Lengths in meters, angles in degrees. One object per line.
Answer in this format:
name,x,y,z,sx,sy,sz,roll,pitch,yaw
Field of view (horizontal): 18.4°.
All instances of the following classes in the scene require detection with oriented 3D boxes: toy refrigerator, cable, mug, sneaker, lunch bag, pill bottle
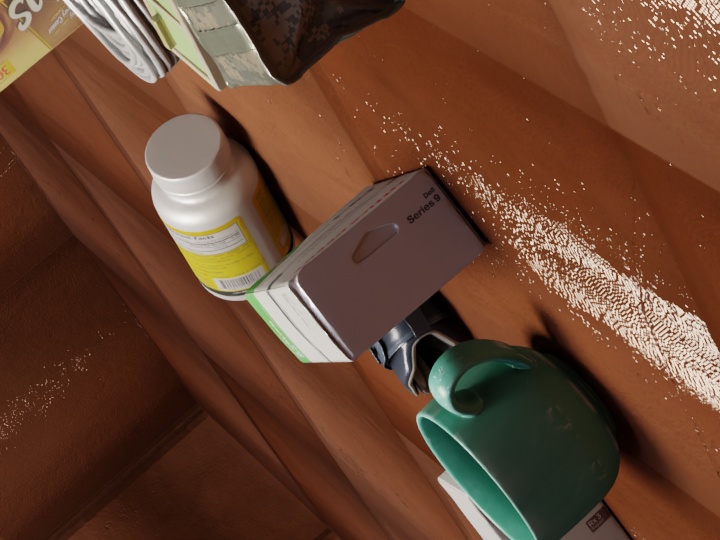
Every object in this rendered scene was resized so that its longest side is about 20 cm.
toy refrigerator,-0.142,-0.235,1.746,0.076,0.070,0.200,41,167,34
cable,-0.229,-0.263,2.009,0.200,0.069,0.200,47,170,9
mug,0.134,0.130,1.770,0.152,0.114,0.185,46,168,17
sneaker,0.030,0.057,2.043,0.146,0.077,0.202,50,169,11
lunch bag,-0.083,-0.224,1.428,0.200,0.117,0.164,58,168,-13
pill bottle,-0.145,-0.066,2.235,0.111,0.111,0.200,42,166,35

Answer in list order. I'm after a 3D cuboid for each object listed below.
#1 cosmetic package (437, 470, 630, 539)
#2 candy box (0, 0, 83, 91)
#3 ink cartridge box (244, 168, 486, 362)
cosmetic package,0.173,0.237,2.030,0.200,0.102,0.074,52,169,-19
candy box,-0.336,-0.255,2.109,0.116,0.200,0.055,54,167,-24
ink cartridge box,0.000,0.000,1.776,0.084,0.146,0.200,51,170,-6
